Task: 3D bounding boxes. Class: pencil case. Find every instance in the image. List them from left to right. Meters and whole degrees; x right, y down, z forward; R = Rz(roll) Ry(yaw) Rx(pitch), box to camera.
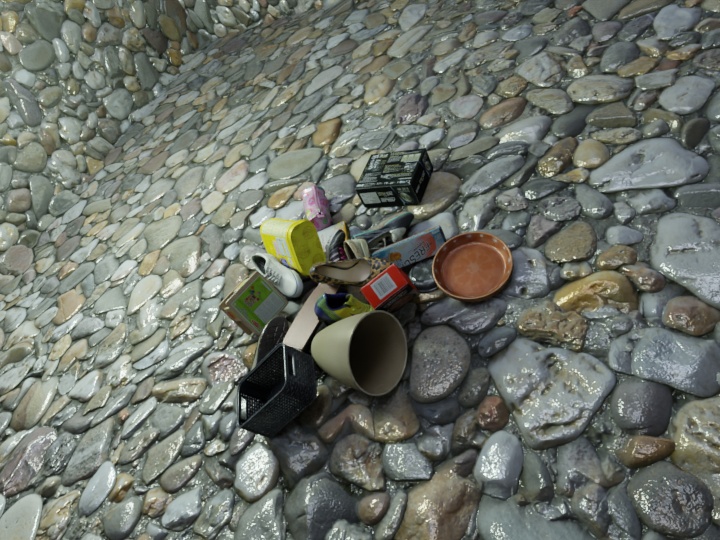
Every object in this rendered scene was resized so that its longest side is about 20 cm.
[{"bbox_3d":[-0.139,-0.196,1.801,0.087,0.088,0.201,-26,39,8],"label":"pencil case"}]

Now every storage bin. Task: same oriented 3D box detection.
[{"bbox_3d":[-0.202,0.287,1.328,0.200,0.093,0.136,-44,36,26],"label":"storage bin"}]

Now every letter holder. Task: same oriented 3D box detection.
[{"bbox_3d":[-0.128,0.140,1.471,0.141,0.101,0.201,8,55,39],"label":"letter holder"}]

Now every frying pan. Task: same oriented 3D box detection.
[{"bbox_3d":[0.143,0.022,1.470,0.188,0.031,0.116,-23,41,7],"label":"frying pan"}]

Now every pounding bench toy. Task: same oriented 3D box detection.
[{"bbox_3d":[-0.280,0.122,1.574,0.124,0.200,0.156,-48,12,-21],"label":"pounding bench toy"}]

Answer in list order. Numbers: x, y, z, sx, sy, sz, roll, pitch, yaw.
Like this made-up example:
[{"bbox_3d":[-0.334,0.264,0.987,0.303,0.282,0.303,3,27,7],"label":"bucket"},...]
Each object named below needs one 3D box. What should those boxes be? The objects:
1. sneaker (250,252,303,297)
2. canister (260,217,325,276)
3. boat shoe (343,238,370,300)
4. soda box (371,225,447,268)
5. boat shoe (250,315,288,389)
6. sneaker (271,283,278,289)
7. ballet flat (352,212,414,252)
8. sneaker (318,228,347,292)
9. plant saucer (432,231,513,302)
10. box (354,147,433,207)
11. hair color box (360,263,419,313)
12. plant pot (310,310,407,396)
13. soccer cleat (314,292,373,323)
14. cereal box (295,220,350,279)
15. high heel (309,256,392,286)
[{"bbox_3d":[-0.238,0.014,1.547,0.199,0.070,0.074,34,108,38],"label":"sneaker"},{"bbox_3d":[-0.197,-0.074,1.582,0.086,0.150,0.199,-30,24,-28],"label":"canister"},{"bbox_3d":[0.000,0.000,1.511,0.064,0.072,0.202,0,57,-24],"label":"boat shoe"},{"bbox_3d":[0.134,-0.054,1.500,0.198,0.064,0.068,-22,7,13],"label":"soda box"},{"bbox_3d":[-0.250,0.213,1.468,0.073,0.074,0.202,-10,57,64],"label":"boat shoe"},{"bbox_3d":[-0.252,0.027,1.677,0.076,0.083,0.200,-12,28,-25],"label":"sneaker"},{"bbox_3d":[0.072,-0.098,1.603,0.198,0.073,0.073,-23,42,2],"label":"ballet flat"},{"bbox_3d":[-0.057,-0.018,1.574,0.086,0.074,0.203,6,76,20],"label":"sneaker"},{"bbox_3d":[0.279,-0.008,1.388,0.198,0.032,0.202,-10,54,14],"label":"plant saucer"},{"bbox_3d":[0.105,-0.286,1.738,0.198,0.086,0.165,0,51,31],"label":"box"},{"bbox_3d":[0.076,0.050,1.344,0.101,0.200,0.062,-38,75,6],"label":"hair color box"},{"bbox_3d":[-0.024,0.190,1.318,0.199,0.187,0.188,-5,46,47],"label":"plant pot"},{"bbox_3d":[-0.017,0.097,1.387,0.084,0.198,0.065,-62,30,35],"label":"soccer cleat"},{"bbox_3d":[-0.123,-0.059,1.698,0.198,0.040,0.145,-22,45,12],"label":"cereal box"},{"bbox_3d":[-0.025,-0.001,1.401,0.197,0.142,0.072,-11,79,13],"label":"high heel"}]
